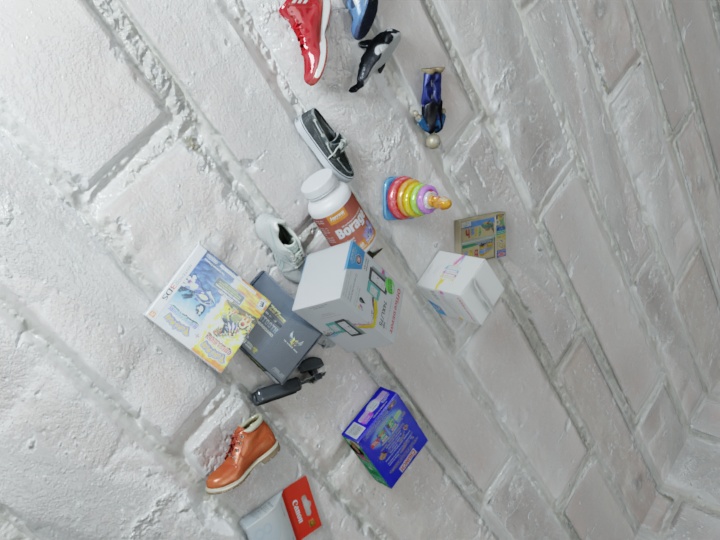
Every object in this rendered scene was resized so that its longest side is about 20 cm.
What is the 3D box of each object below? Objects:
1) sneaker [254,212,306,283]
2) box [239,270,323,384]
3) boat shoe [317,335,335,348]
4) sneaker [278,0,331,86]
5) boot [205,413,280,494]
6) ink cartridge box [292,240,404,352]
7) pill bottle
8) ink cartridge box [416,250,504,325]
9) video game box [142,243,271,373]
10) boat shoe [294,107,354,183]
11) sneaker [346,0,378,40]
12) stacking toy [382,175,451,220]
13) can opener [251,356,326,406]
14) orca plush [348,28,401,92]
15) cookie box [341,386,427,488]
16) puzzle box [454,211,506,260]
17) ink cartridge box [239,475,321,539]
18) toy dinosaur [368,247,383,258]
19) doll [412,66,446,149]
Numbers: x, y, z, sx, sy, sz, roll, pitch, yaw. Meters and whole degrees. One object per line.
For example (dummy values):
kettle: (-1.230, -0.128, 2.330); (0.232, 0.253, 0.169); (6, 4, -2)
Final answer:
sneaker: (-0.159, -0.041, 1.517); (0.071, 0.079, 0.202); (-50, 125, -22)
box: (-0.198, 0.126, 1.493); (0.200, 0.051, 0.158); (46, 68, -13)
boat shoe: (-0.074, 0.153, 1.632); (0.198, 0.071, 0.070); (-17, 108, -45)
sneaker: (-0.133, -0.512, 1.472); (0.113, 0.078, 0.205); (9, 80, -30)
boot: (-0.277, 0.408, 1.511); (0.199, 0.074, 0.109); (-36, 115, -38)
ink cartridge box: (-0.022, 0.063, 1.500); (0.199, 0.144, 0.149); (40, 49, -37)
pill bottle: (-0.052, -0.130, 1.566); (0.112, 0.111, 0.201); (-47, 123, -22)
ink cartridge box: (0.275, 0.047, 1.801); (0.126, 0.198, 0.129); (-53, 125, -18)
video game box: (-0.314, 0.078, 1.398); (0.199, 0.047, 0.184); (39, 75, -15)
boat shoe: (-0.065, -0.287, 1.545); (0.200, 0.067, 0.074); (51, 31, -27)
sneaker: (-0.004, -0.637, 1.549); (0.074, 0.081, 0.204); (-41, 143, -57)
stacking toy: (0.151, -0.174, 1.663); (0.114, 0.198, 0.113); (-5, 102, -36)
can opener: (-0.168, 0.257, 1.591); (0.197, 0.053, 0.068); (-12, 73, -36)
orca plush: (0.020, -0.509, 1.606); (0.202, 0.070, 0.105); (-59, 171, -10)
cookie box: (0.067, 0.441, 1.783); (0.171, 0.075, 0.202); (-46, 122, -23)
puzzle box: (0.347, -0.091, 1.947); (0.197, 0.025, 0.136); (-14, 107, -36)
ink cartridge box: (-0.181, 0.621, 1.633); (0.198, 0.047, 0.163); (-27, 113, -30)
toy dinosaur: (0.000, 0.000, 1.654); (0.199, 0.076, 0.104); (-41, 131, -22)
doll: (0.182, -0.416, 1.744); (0.135, 0.048, 0.205); (-24, 118, -43)
